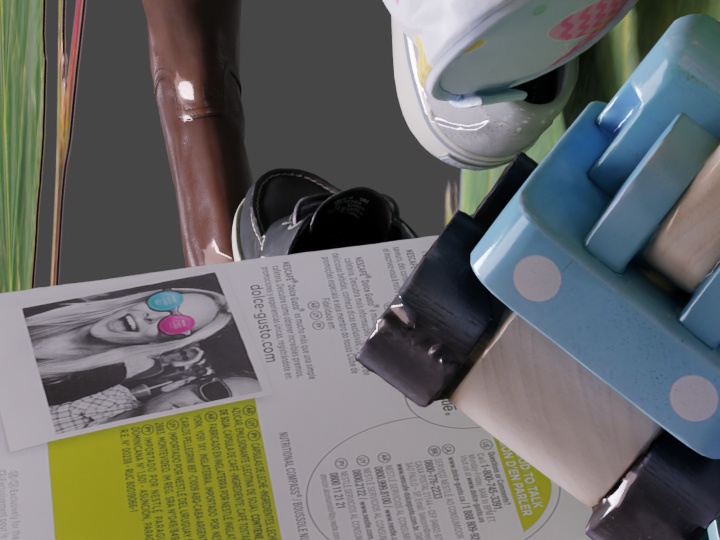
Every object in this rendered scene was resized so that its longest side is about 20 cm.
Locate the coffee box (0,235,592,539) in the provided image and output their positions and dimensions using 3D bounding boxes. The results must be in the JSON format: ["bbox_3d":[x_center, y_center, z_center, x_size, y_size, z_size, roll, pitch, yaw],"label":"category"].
[{"bbox_3d":[-0.020,0.130,0.960,0.200,0.196,0.201,-106,9,-59],"label":"coffee box"}]

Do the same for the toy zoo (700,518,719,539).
[{"bbox_3d":[0.101,0.104,0.884,0.131,0.020,0.201,121,143,-68],"label":"toy zoo"}]

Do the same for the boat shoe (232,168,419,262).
[{"bbox_3d":[-0.002,0.000,1.175,0.200,0.074,0.066,-114,26,-54],"label":"boat shoe"}]

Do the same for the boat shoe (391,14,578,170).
[{"bbox_3d":[0.040,-0.138,0.986,0.071,0.070,0.202,-27,70,61],"label":"boat shoe"}]

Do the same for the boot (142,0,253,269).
[{"bbox_3d":[-0.077,-0.074,1.485,0.187,0.064,0.201,83,180,-67],"label":"boot"}]

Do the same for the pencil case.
[{"bbox_3d":[0.013,-0.152,0.914,0.091,0.083,0.201,-38,73,29],"label":"pencil case"}]

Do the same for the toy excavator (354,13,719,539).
[{"bbox_3d":[0.090,-0.024,0.703,0.200,0.100,0.194,-55,-3,23],"label":"toy excavator"}]
